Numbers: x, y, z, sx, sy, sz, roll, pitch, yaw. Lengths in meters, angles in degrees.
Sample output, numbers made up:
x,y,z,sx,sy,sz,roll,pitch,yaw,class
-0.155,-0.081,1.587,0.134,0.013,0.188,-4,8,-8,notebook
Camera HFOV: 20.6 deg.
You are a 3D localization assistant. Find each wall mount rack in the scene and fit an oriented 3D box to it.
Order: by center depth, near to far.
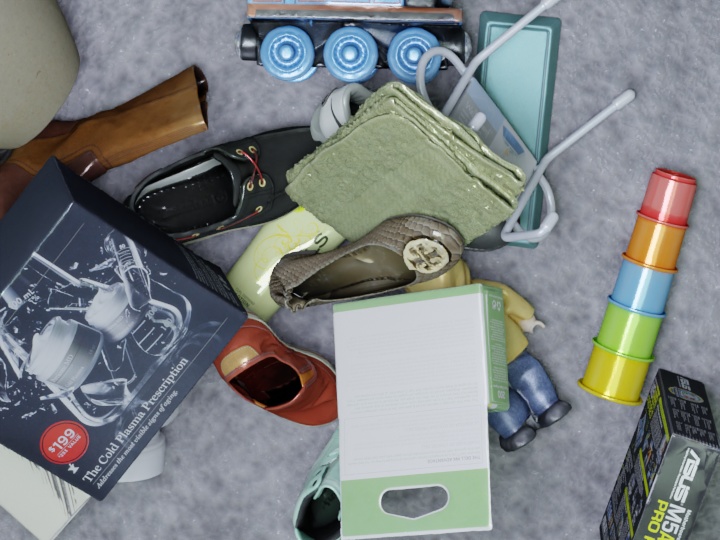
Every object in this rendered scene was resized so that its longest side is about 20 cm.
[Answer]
x,y,z,sx,sy,sz,roll,pitch,yaw,class
0.138,-0.126,1.640,0.074,0.174,0.200,-8,131,45,wall mount rack

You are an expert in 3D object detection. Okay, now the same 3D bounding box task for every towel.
x,y,z,sx,sy,sz,roll,pitch,yaw,class
0.034,-0.069,1.606,0.148,0.037,0.200,39,144,-10,towel

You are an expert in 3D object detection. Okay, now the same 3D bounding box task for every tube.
x,y,z,sx,sy,sz,roll,pitch,yaw,class
-0.075,-0.007,1.730,0.200,0.052,0.058,-49,127,6,tube

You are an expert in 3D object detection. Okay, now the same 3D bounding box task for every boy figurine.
x,y,z,sx,sy,sz,roll,pitch,yaw,class
0.095,0.061,1.714,0.124,0.064,0.200,-37,95,-10,boy figurine

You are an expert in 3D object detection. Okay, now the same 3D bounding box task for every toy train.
x,y,z,sx,sy,sz,roll,pitch,yaw,class
-0.006,-0.214,1.660,0.199,0.087,0.115,1,94,3,toy train

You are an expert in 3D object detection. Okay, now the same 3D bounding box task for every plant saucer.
x,y,z,sx,sy,sz,roll,pitch,yaw,class
0.127,-0.118,1.701,0.069,0.019,0.201,6,104,5,plant saucer

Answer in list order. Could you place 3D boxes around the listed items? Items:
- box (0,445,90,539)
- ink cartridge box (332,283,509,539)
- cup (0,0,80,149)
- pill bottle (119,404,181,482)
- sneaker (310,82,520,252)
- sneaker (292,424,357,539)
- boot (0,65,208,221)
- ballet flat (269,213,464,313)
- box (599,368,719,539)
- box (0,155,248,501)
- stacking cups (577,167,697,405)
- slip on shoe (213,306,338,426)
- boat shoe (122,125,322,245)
x,y,z,sx,sy,sz,roll,pitch,yaw,class
-0.325,0.147,1.770,0.200,0.082,0.068,42,102,-6,box
0.051,0.118,1.644,0.145,0.048,0.201,-8,79,29,ink cartridge box
-0.320,-0.183,1.657,0.143,0.201,0.200,36,105,-29,cup
-0.210,0.077,1.727,0.111,0.111,0.201,3,103,5,pill bottle
0.051,-0.086,1.653,0.199,0.089,0.074,32,70,-4,sneaker
0.010,0.158,1.721,0.074,0.118,0.201,31,102,0,sneaker
-0.216,-0.084,1.662,0.199,0.189,0.069,-18,117,10,boot
0.000,0.000,1.636,0.199,0.046,0.067,-12,125,38,ballet flat
0.248,0.186,1.661,0.044,0.200,0.161,19,103,1,box
-0.227,0.048,1.584,0.182,0.104,0.200,34,100,-28,box
0.244,0.013,1.704,0.060,0.061,0.201,17,98,2,stacking cups
-0.069,0.096,1.692,0.074,0.200,0.061,-32,56,10,slip on shoe
-0.105,-0.072,1.675,0.201,0.063,0.074,-22,84,-16,boat shoe
